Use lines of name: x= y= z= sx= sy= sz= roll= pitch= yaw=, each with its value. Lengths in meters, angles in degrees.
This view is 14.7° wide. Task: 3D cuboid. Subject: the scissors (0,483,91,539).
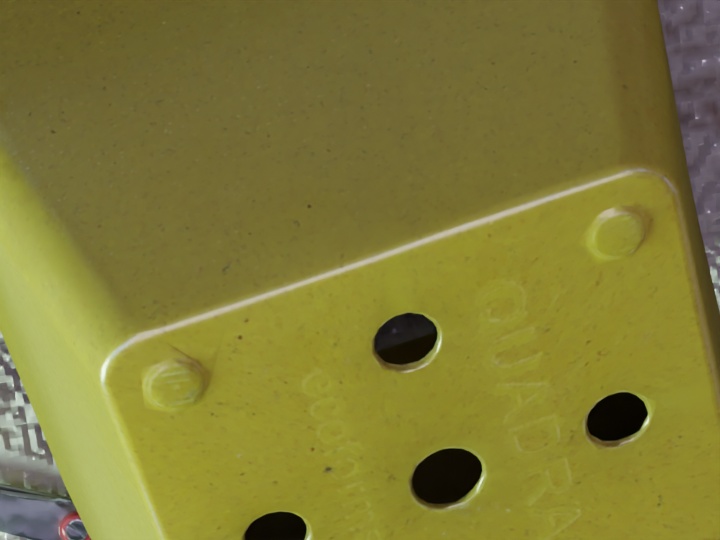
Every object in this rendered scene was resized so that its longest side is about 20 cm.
scissors: x=-0.070 y=0.074 z=0.839 sx=0.200 sy=0.014 sz=0.073 roll=30 pitch=100 yaw=-11

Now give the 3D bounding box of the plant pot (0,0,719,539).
plant pot: x=0.000 y=0.000 z=0.713 sx=0.200 sy=0.176 sz=0.200 roll=-18 pitch=126 yaw=-2
